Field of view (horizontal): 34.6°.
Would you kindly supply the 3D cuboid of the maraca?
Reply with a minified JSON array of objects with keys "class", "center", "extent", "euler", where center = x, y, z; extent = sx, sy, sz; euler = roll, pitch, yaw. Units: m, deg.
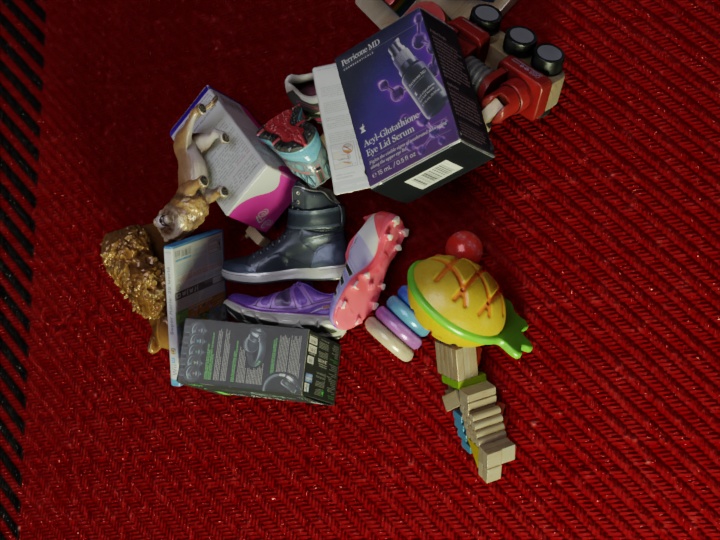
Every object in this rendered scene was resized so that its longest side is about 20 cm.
[{"class":"maraca","center":[0.146,0.050,1.538],"extent":[0.107,0.198,0.138],"euler":[-51,23,33]}]

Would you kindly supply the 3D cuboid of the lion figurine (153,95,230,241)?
[{"class":"lion figurine","center":[-0.246,-0.146,1.683],"extent":[0.122,0.072,0.203],"euler":[-21,57,47]}]

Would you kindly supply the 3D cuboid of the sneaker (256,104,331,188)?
[{"class":"sneaker","center":[-0.093,-0.174,1.691],"extent":[0.079,0.096,0.200],"euler":[-30,26,0]}]

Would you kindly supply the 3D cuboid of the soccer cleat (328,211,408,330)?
[{"class":"soccer cleat","center":[0.000,0.000,1.647],"extent":[0.076,0.067,0.202],"euler":[3,56,42]}]

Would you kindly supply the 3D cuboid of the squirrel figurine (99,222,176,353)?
[{"class":"squirrel figurine","center":[-0.311,0.028,1.733],"extent":[0.139,0.200,0.190],"euler":[-17,86,9]}]

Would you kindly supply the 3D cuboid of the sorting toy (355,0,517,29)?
[{"class":"sorting toy","center":[0.110,-0.419,1.704],"extent":[0.200,0.069,0.199],"euler":[-46,66,9]}]

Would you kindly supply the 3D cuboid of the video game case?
[{"class":"video game case","center":[-0.238,0.052,1.686],"extent":[0.018,0.143,0.203],"euler":[4,103,23]}]

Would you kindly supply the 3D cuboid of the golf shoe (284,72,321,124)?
[{"class":"golf shoe","center":[-0.019,-0.259,1.717],"extent":[0.197,0.088,0.078],"euler":[1,73,22]}]

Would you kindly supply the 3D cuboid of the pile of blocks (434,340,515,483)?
[{"class":"pile of blocks","center":[0.161,0.184,1.577],"extent":[0.061,0.082,0.203],"euler":[-13,81,-24]}]

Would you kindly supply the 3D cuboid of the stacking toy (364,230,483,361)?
[{"class":"stacking toy","center":[0.096,0.026,1.622],"extent":[0.085,0.085,0.201],"euler":[39,91,25]}]

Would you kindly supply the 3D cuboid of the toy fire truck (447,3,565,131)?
[{"class":"toy fire truck","center":[0.157,-0.247,1.588],"extent":[0.175,0.130,0.199],"euler":[38,52,24]}]

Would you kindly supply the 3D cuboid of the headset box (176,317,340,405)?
[{"class":"headset box","center":[-0.147,0.130,1.635],"extent":[0.197,0.174,0.094],"euler":[5,80,14]}]

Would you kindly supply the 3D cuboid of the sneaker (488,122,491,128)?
[{"class":"sneaker","center":[0.095,-0.175,1.671],"extent":[0.197,0.084,0.072],"euler":[-17,39,-1]}]

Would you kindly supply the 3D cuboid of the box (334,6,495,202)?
[{"class":"box","center":[0.070,-0.216,1.522],"extent":[0.147,0.104,0.203],"euler":[-27,69,27]}]

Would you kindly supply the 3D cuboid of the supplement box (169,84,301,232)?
[{"class":"supplement box","center":[-0.187,-0.168,1.744],"extent":[0.104,0.101,0.201],"euler":[-48,55,13]}]

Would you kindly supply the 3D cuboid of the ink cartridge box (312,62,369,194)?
[{"class":"ink cartridge box","center":[0.026,-0.207,1.633],"extent":[0.160,0.050,0.203],"euler":[-11,73,3]}]

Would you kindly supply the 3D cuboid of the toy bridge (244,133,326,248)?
[{"class":"toy bridge","center":[-0.114,-0.128,1.766],"extent":[0.067,0.027,0.201],"euler":[44,98,27]}]

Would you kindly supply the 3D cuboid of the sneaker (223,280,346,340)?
[{"class":"sneaker","center":[-0.106,0.054,1.714],"extent":[0.197,0.081,0.085],"euler":[5,65,17]}]

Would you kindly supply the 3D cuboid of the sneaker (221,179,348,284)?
[{"class":"sneaker","center":[-0.114,-0.057,1.701],"extent":[0.199,0.077,0.149],"euler":[-5,101,11]}]
